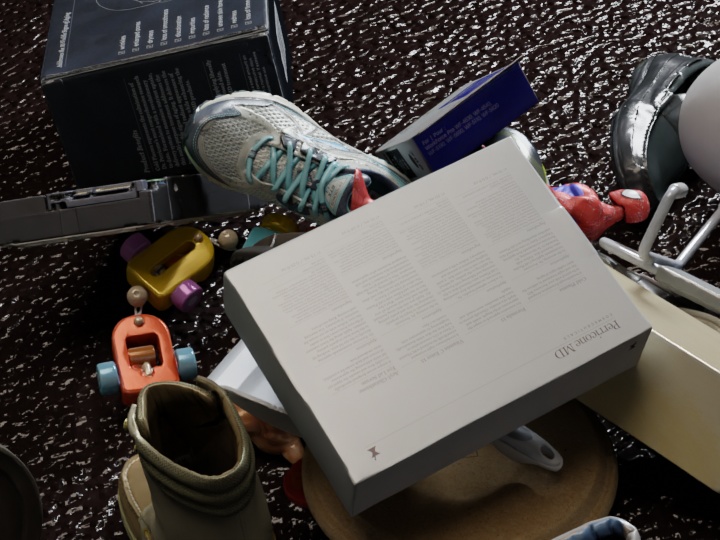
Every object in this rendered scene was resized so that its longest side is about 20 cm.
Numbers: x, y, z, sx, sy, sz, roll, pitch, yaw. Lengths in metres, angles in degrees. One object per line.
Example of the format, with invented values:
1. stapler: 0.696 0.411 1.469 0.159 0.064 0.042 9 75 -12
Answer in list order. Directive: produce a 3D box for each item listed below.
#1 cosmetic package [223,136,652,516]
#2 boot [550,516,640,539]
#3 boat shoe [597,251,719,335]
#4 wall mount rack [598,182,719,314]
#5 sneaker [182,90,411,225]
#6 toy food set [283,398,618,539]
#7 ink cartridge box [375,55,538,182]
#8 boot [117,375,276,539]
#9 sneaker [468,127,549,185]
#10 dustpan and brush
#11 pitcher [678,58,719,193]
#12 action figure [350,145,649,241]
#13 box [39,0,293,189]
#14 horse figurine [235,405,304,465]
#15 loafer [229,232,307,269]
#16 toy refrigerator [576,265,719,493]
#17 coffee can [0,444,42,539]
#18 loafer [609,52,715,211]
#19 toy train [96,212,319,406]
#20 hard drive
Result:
1. cosmetic package: 0.043 0.028 1.024 0.199 0.052 0.151 -25 63 -17
2. boot: 0.070 0.204 0.937 0.200 0.096 0.073 -30 37 -22
3. boat shoe: 0.186 0.038 1.182 0.200 0.057 0.067 28 92 49
4. wall mount rack: 0.264 -0.002 1.159 0.200 0.075 0.174 28 9 22
5. sneaker: -0.032 -0.072 1.299 0.199 0.078 0.086 20 8 -23
6. toy food set: 0.056 0.122 1.085 0.197 0.049 0.200 -16 42 -16
7. ink cartridge box: 0.073 -0.109 1.337 0.099 0.039 0.200 -36 4 -6
8. boot: -0.104 0.124 1.063 0.072 0.155 0.200 -27 36 -18
9. sneaker: 0.098 -0.056 1.314 0.074 0.081 0.200 -5 35 13
10. dustpan and brush: 0.028 0.071 1.059 0.200 0.057 0.140 35 45 5
11. pitcher: 0.340 -0.090 1.254 0.200 0.171 0.122 6 69 53
12. action figure: 0.095 -0.046 1.201 0.199 0.065 0.052 5 69 4
13. box: -0.165 -0.184 1.559 0.196 0.124 0.200 -10 34 3
14. horse figurine: -0.025 0.076 1.200 0.132 0.050 0.200 17 47 29
15. loafer: 0.000 0.000 1.185 0.199 0.073 0.071 13 41 40
16. toy refrigerator: 0.170 0.058 1.086 0.200 0.070 0.076 34 21 33
17. coffee can: -0.314 0.133 1.134 0.146 0.147 0.200 -32 38 -25
18. loafer: 0.235 -0.111 1.354 0.070 0.068 0.201 -8 30 25
19. toy train: -0.102 0.035 1.289 0.199 0.056 0.151 -13 59 -16
20. hard drive: -0.172 -0.048 1.350 0.139 0.038 0.200 -8 2 21
